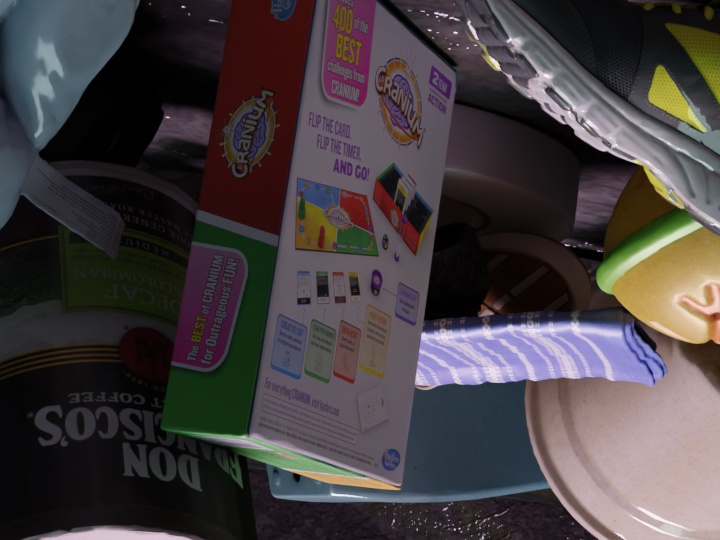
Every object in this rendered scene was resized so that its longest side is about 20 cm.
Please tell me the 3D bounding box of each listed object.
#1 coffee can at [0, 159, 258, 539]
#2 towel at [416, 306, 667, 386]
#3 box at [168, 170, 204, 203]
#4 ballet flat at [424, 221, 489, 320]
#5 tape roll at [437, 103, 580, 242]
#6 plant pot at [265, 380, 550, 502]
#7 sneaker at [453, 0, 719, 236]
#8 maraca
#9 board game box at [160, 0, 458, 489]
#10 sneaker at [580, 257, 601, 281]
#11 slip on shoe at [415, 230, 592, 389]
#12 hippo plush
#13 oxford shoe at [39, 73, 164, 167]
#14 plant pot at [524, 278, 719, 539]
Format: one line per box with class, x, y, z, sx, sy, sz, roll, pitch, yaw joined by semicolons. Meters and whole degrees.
coffee can;-0.124;0.072;0.815;0.145;0.201;0.147;-7;139;-6
towel;0.053;0.046;0.951;0.199;0.024;0.145;-5;168;15
box;-0.134;0.009;0.965;0.199;0.069;0.082;-16;164;5
ballet flat;0.000;0.000;0.929;0.066;0.057;0.200;-11;172;31
tape roll;0.020;-0.050;1.007;0.202;0.037;0.203;7;168;2
plant pot;0.035;0.099;1.300;0.199;0.142;0.141;-9;178;-32
sneaker;0.122;-0.080;0.726;0.200;0.085;0.074;35;-177;-20
maraca;0.198;-0.030;0.829;0.199;0.107;0.137;-27;166;29
board game box;-0.015;-0.016;0.788;0.040;0.201;0.153;3;167;26
sneaker;0.160;0.034;1.215;0.199;0.079;0.079;19;163;0
slip on shoe;0.079;0.017;1.068;0.076;0.061;0.200;52;150;1
hippo plush;-0.184;-0.100;0.741;0.161;0.159;0.200;37;169;43
oxford shoe;-0.152;-0.081;0.945;0.084;0.073;0.200;34;173;4
plant pot;0.217;0.057;1.071;0.199;0.201;0.184;10;157;-8
